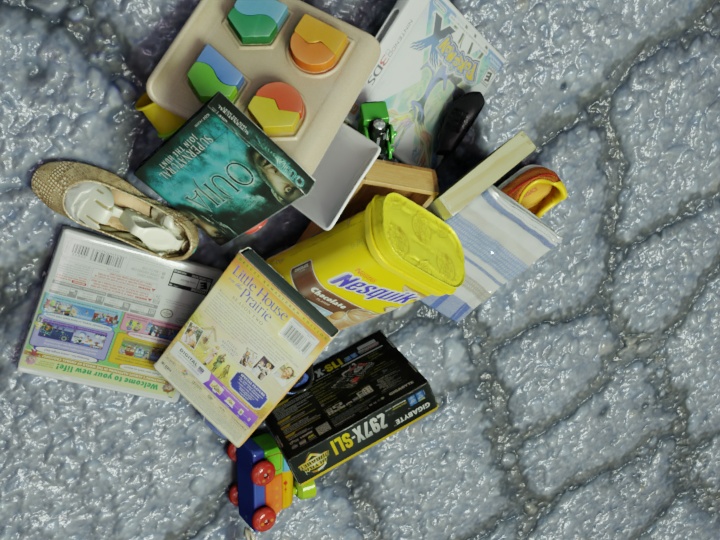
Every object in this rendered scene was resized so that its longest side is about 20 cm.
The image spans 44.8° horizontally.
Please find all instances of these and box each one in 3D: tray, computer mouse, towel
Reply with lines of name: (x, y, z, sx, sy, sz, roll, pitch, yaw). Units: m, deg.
tray: (-0.062, -0.129, 0.986, 0.022, 0.200, 0.107, 27, 98, -50)
computer mouse: (0.090, -0.139, 1.095, 0.034, 0.059, 0.200, 34, 102, 5)
tray: (0.002, -0.061, 1.049, 0.098, 0.037, 0.200, 7, 150, -24)
towel: (0.147, -0.017, 1.145, 0.147, 0.024, 0.200, 32, 122, -30)

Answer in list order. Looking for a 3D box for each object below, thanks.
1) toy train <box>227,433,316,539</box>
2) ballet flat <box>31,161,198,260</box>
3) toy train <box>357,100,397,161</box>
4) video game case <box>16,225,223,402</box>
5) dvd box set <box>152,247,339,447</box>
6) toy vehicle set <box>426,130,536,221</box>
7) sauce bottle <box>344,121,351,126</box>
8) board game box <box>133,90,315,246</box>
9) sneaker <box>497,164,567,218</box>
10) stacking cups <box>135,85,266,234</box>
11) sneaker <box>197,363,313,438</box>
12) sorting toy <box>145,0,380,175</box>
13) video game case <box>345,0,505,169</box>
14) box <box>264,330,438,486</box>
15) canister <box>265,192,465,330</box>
toy train: (-0.111, 0.311, 1.192, 0.116, 0.085, 0.200, -12, 114, -32)
ballet flat: (-0.271, -0.065, 0.990, 0.200, 0.065, 0.071, 21, 104, -26)
toy train: (0.010, -0.126, 1.032, 0.042, 0.057, 0.200, -7, 154, -8)
video game case: (-0.287, 0.058, 1.055, 0.200, 0.022, 0.182, 17, 102, -27)
dvd box set: (-0.137, 0.092, 1.023, 0.146, 0.029, 0.200, 41, 114, 5)
toy vehicle set: (0.133, -0.105, 1.067, 0.124, 0.200, 0.027, -39, 91, -5)
sauce bottle: (-0.041, -0.178, 1.043, 0.066, 0.066, 0.200, -5, 109, -20)
board game box: (-0.152, -0.102, 0.949, 0.135, 0.200, 0.028, 41, 56, -18)
sneaker: (0.183, -0.064, 1.164, 0.200, 0.077, 0.073, -43, 120, 8)
stacking cups: (-0.177, -0.129, 1.016, 0.060, 0.061, 0.200, -38, 123, -5)
sneaker: (-0.124, 0.130, 1.093, 0.081, 0.115, 0.200, 36, 93, -28)
sorting toy: (-0.101, -0.219, 0.940, 0.200, 0.036, 0.185, 28, 74, 1)
video game case: (0.075, -0.226, 1.056, 0.200, 0.022, 0.182, 27, 98, -50)
box: (-0.022, 0.171, 1.125, 0.200, 0.160, 0.049, -28, 117, -11)
canister: (0.000, 0.000, 1.028, 0.200, 0.087, 0.148, -24, 144, 36)
